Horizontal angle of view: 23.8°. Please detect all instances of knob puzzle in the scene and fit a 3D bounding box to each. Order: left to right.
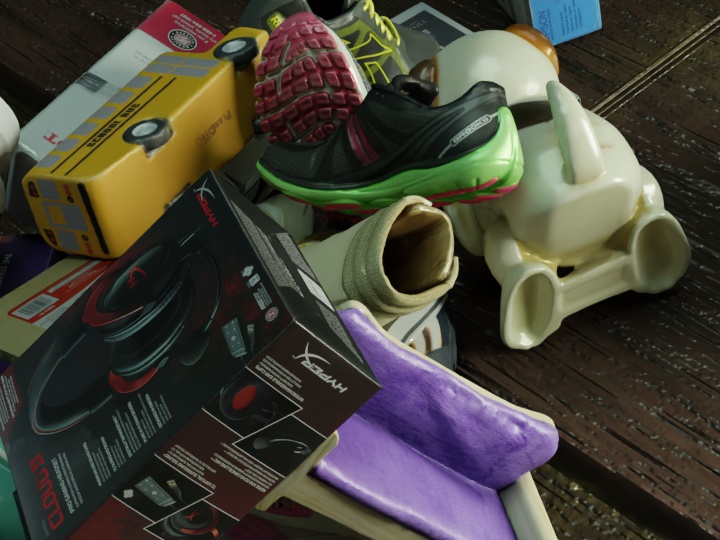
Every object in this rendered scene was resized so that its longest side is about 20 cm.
[{"bbox_3d":[-0.125,0.022,1.053,0.219,0.031,0.220,-14,26,7],"label":"knob puzzle"}]

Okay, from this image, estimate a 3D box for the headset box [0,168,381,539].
[{"bbox_3d":[-0.105,0.069,0.891,0.200,0.075,0.149,-43,39,10],"label":"headset box"}]

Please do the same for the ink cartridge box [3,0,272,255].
[{"bbox_3d":[-0.146,-0.086,1.252,0.145,0.083,0.200,34,51,7],"label":"ink cartridge box"}]

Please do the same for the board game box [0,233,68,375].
[{"bbox_3d":[-0.302,0.061,1.198,0.165,0.057,0.200,-5,43,11],"label":"board game box"}]

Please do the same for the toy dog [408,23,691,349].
[{"bbox_3d":[0.105,-0.077,1.155,0.139,0.194,0.200,-29,49,0],"label":"toy dog"}]

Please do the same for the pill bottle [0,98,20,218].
[{"bbox_3d":[-0.297,-0.028,1.098,0.115,0.116,0.200,4,54,18],"label":"pill bottle"}]

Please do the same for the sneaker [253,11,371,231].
[{"bbox_3d":[-0.012,-0.094,1.191,0.080,0.200,0.075,-7,37,23],"label":"sneaker"}]

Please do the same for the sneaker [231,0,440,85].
[{"bbox_3d":[-0.006,-0.174,1.276,0.200,0.085,0.075,-4,45,-42],"label":"sneaker"}]

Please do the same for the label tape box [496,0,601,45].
[{"bbox_3d":[0.124,-0.296,1.417,0.063,0.144,0.200,-21,42,-7],"label":"label tape box"}]

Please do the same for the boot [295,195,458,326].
[{"bbox_3d":[0.000,0.000,1.091,0.155,0.073,0.200,-29,4,30],"label":"boot"}]

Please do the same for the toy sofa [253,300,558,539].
[{"bbox_3d":[0.031,0.108,0.949,0.098,0.200,0.083,-43,38,20],"label":"toy sofa"}]

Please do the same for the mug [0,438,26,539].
[{"bbox_3d":[-0.177,0.117,1.062,0.152,0.115,0.185,-26,44,-14],"label":"mug"}]

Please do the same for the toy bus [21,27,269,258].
[{"bbox_3d":[-0.132,-0.090,1.149,0.078,0.065,0.200,8,40,32],"label":"toy bus"}]

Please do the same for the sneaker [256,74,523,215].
[{"bbox_3d":[0.020,-0.081,1.104,0.200,0.077,0.084,-4,81,35],"label":"sneaker"}]

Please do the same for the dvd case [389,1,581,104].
[{"bbox_3d":[0.053,-0.136,1.349,0.150,0.025,0.200,-32,46,-21],"label":"dvd case"}]

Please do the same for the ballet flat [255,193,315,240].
[{"bbox_3d":[-0.073,-0.001,1.191,0.069,0.070,0.200,-6,42,7],"label":"ballet flat"}]

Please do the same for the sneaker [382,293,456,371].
[{"bbox_3d":[0.023,0.073,1.096,0.078,0.079,0.200,-33,8,27],"label":"sneaker"}]

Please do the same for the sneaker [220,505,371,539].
[{"bbox_3d":[-0.066,0.176,0.961,0.199,0.081,0.088,5,47,-17],"label":"sneaker"}]
